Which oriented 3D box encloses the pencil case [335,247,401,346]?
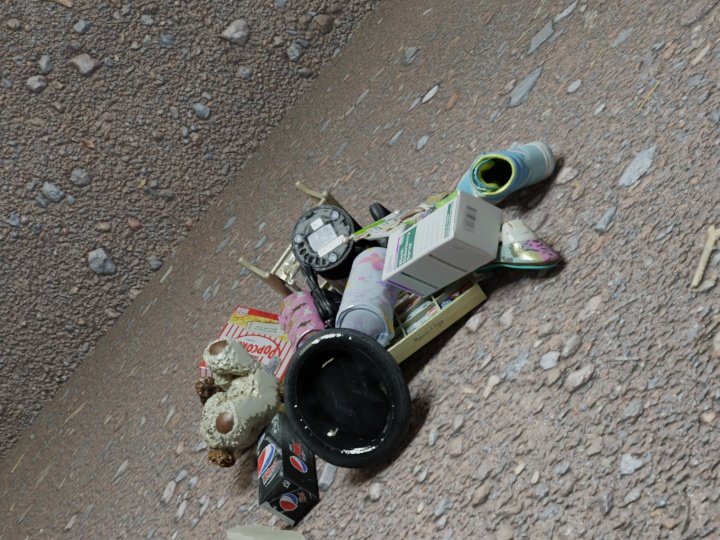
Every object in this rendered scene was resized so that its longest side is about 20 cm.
[{"bbox_3d":[0.018,0.042,1.649,0.200,0.090,0.084,-75,-5,-60],"label":"pencil case"}]

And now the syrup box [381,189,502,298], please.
[{"bbox_3d":[0.115,-0.035,1.562,0.200,0.081,0.079,-32,41,55],"label":"syrup box"}]

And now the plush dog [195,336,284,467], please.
[{"bbox_3d":[-0.211,0.237,1.826,0.172,0.160,0.201,-41,47,35],"label":"plush dog"}]

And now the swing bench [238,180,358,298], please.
[{"bbox_3d":[-0.085,-0.028,2.050,0.200,0.200,0.130,-54,33,-6],"label":"swing bench"}]

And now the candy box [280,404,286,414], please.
[{"bbox_3d":[-0.088,0.177,1.914,0.102,0.026,0.201,-30,28,41],"label":"candy box"}]

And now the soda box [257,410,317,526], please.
[{"bbox_3d":[-0.116,0.304,1.671,0.063,0.071,0.200,-50,18,13],"label":"soda box"}]

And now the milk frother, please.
[{"bbox_3d":[0.000,0.000,1.865,0.179,0.188,0.202,-16,70,15],"label":"milk frother"}]

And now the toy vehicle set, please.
[{"bbox_3d":[0.092,0.070,1.627,0.200,0.027,0.124,-37,19,4],"label":"toy vehicle set"}]

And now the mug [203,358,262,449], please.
[{"bbox_3d":[-0.221,0.215,1.998,0.178,0.133,0.200,-46,22,20],"label":"mug"}]

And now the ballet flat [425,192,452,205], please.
[{"bbox_3d":[0.126,-0.058,1.753,0.071,0.071,0.201,-35,25,39],"label":"ballet flat"}]

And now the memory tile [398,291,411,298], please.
[{"bbox_3d":[0.131,-0.040,1.822,0.201,0.017,0.153,-57,20,-19],"label":"memory tile"}]

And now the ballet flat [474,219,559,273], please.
[{"bbox_3d":[0.211,-0.035,1.527,0.200,0.069,0.072,175,90,-69],"label":"ballet flat"}]

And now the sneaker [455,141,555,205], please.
[{"bbox_3d":[0.193,-0.143,1.682,0.130,0.080,0.200,-17,-8,-43],"label":"sneaker"}]

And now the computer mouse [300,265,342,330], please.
[{"bbox_3d":[-0.027,0.084,1.751,0.046,0.200,0.141,-28,41,4],"label":"computer mouse"}]

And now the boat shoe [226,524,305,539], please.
[{"bbox_3d":[-0.133,0.414,1.560,0.199,0.072,0.063,-7,90,58],"label":"boat shoe"}]

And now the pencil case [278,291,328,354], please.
[{"bbox_3d":[-0.091,0.104,1.894,0.200,0.082,0.087,-128,53,-68],"label":"pencil case"}]

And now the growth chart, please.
[{"bbox_3d":[0.076,-0.082,1.720,0.144,0.018,0.199,-30,12,-32],"label":"growth chart"}]

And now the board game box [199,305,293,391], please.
[{"bbox_3d":[-0.190,0.152,1.976,0.200,0.150,0.047,-65,-16,-55],"label":"board game box"}]

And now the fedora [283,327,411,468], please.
[{"bbox_3d":[-0.010,0.181,1.535,0.201,0.201,0.092,-48,-18,9],"label":"fedora"}]
